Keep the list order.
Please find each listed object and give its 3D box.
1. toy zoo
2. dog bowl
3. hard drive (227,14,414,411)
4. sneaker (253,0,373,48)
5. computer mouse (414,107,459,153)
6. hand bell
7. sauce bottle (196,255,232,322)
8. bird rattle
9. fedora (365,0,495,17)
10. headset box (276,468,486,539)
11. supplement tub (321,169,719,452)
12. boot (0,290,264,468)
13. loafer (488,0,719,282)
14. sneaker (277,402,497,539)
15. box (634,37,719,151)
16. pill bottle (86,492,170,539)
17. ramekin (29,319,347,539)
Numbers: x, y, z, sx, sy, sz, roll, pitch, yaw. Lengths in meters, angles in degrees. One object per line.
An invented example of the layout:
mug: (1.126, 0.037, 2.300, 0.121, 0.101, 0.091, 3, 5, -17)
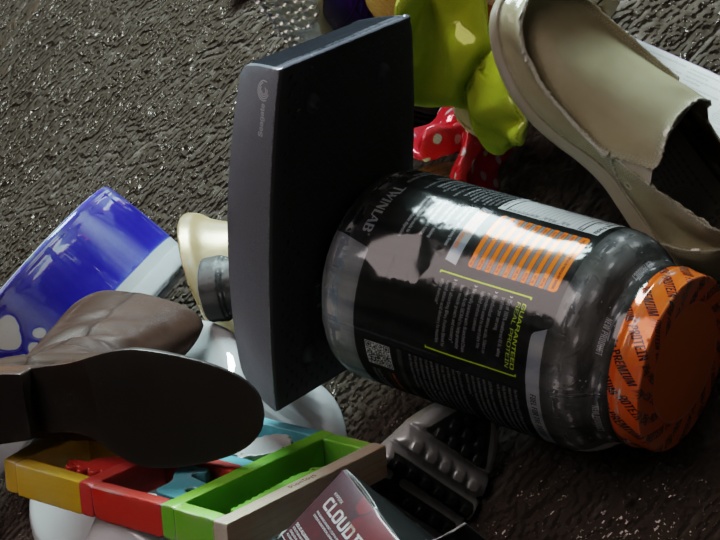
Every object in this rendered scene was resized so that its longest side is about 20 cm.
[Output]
toy zoo: (-0.102, 0.106, 1.150, 0.199, 0.021, 0.131, 10, 20, 38)
dog bowl: (-0.207, 0.041, 1.426, 0.200, 0.079, 0.200, -49, 2, 2)
hard drive: (-0.022, -0.036, 1.166, 0.042, 0.201, 0.135, 18, 29, 32)
sneaker: (-0.018, -0.204, 1.440, 0.069, 0.200, 0.100, 22, 67, 32)
computer mouse: (-0.012, -0.069, 1.406, 0.200, 0.109, 0.044, -26, 64, 47)
hand bell: (-0.009, -0.026, 1.371, 0.199, 0.104, 0.104, -22, 41, 14)
sauce bottle: (0.000, 0.000, 1.274, 0.199, 0.066, 0.066, -10, 45, 12)
bird rattle: (0.098, -0.115, 1.253, 0.163, 0.200, 0.113, -43, 71, -4)
fedora: (0.062, -0.190, 1.378, 0.082, 0.200, 0.201, -67, 29, 22)
headset box: (-0.004, 0.208, 1.061, 0.200, 0.149, 0.075, -46, 36, 3)
supplement tub: (0.088, 0.024, 1.134, 0.199, 0.123, 0.123, 18, 70, 33)
boot: (-0.118, 0.054, 1.204, 0.185, 0.065, 0.200, 4, 11, 14)
loafer: (0.151, -0.083, 1.133, 0.076, 0.200, 0.068, -45, 7, -30)
sneaker: (-0.003, 0.148, 1.194, 0.200, 0.075, 0.081, -49, 25, -1)
box: (0.196, -0.093, 1.214, 0.041, 0.039, 0.200, -49, 29, -2)
pill bottle: (-0.129, 0.232, 1.153, 0.114, 0.114, 0.201, 32, 105, 55)
ramekin: (-0.114, 0.128, 1.306, 0.200, 0.098, 0.201, -28, 39, 26)
